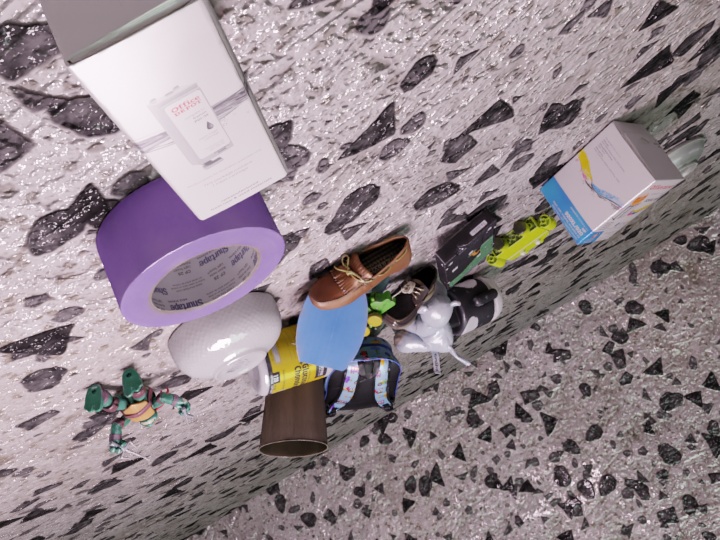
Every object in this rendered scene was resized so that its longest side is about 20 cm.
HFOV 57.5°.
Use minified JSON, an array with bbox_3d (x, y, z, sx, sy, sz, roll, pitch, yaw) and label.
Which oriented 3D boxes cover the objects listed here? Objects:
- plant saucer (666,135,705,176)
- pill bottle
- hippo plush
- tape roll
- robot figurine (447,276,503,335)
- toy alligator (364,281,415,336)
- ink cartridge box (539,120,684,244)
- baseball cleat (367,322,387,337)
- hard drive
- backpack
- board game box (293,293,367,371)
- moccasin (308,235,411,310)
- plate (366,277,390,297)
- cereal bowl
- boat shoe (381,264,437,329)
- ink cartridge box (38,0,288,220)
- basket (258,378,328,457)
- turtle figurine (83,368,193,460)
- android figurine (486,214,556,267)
[{"bbox_3d":[0.810,-0.263,1.696,0.198,0.051,0.201,-27,161,-10],"label":"plant saucer"},{"bbox_3d":[-0.118,0.162,1.271,0.197,0.114,0.112,-14,156,-26],"label":"pill bottle"},{"bbox_3d":[0.146,0.113,1.492,0.156,0.202,0.162,-15,142,-4],"label":"hippo plush"},{"bbox_3d":[-0.193,-0.023,0.757,0.197,0.086,0.201,-26,161,-9],"label":"tape roll"},{"bbox_3d":[0.273,0.089,1.682,0.197,0.150,0.127,-19,122,-27],"label":"robot figurine"},{"bbox_3d":[0.025,0.069,1.297,0.054,0.060,0.200,31,128,-21],"label":"toy alligator"},{"bbox_3d":[0.498,-0.173,1.307,0.146,0.146,0.200,-9,152,-43],"label":"ink cartridge box"},{"bbox_3d":[0.029,0.136,1.519,0.105,0.070,0.200,-19,161,-38],"label":"baseball cleat"},{"bbox_3d":[0.219,-0.040,1.366,0.139,0.038,0.200,-41,161,-2],"label":"hard drive"},{"bbox_3d":[-0.003,0.213,1.426,0.179,0.136,0.202,-3,142,-10],"label":"backpack"},{"bbox_3d":[-0.061,0.095,1.214,0.038,0.161,0.199,12,173,37],"label":"board game box"},{"bbox_3d":[0.001,0.001,1.128,0.198,0.074,0.078,-24,152,-9],"label":"moccasin"},{"bbox_3d":[-0.021,0.070,1.344,0.197,0.026,0.201,-27,160,-10],"label":"plate"},{"bbox_3d":[-0.215,0.124,1.102,0.198,0.084,0.201,-28,162,-10],"label":"cereal bowl"},{"bbox_3d":[0.102,0.046,1.364,0.200,0.074,0.074,-47,159,-50],"label":"boat shoe"},{"bbox_3d":[-0.131,-0.147,0.434,0.082,0.148,0.200,-28,161,-3],"label":"ink cartridge box"},{"bbox_3d":[-0.136,0.267,1.356,0.134,0.204,0.180,12,151,-24],"label":"basket"},{"bbox_3d":[-0.383,0.244,1.132,0.149,0.100,0.201,-40,149,-15],"label":"turtle figurine"},{"bbox_3d":[0.384,-0.071,1.566,0.181,0.041,0.199,-38,158,21],"label":"android figurine"}]
